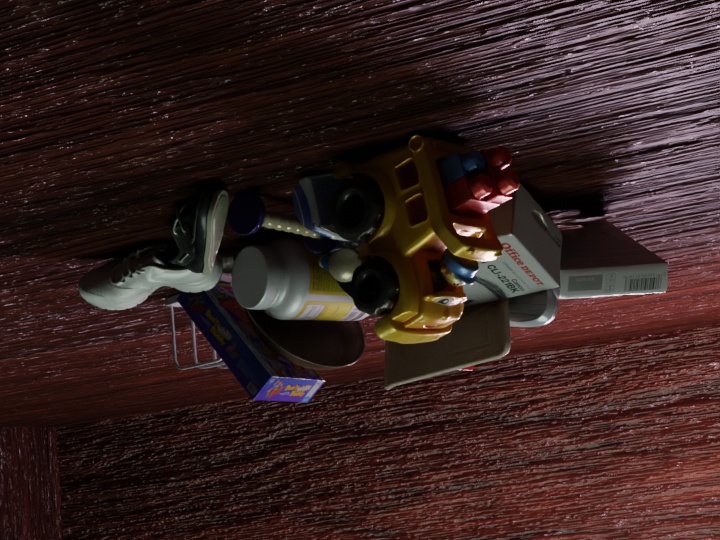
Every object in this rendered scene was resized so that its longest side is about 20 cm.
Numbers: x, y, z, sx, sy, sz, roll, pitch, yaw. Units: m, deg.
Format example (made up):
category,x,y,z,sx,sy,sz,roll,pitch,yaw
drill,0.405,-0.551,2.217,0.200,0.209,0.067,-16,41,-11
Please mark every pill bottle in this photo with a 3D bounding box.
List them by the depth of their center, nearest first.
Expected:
category,x,y,z,sx,sy,sz,roll,pitch,yaw
pill bottle,-0.075,0.012,1.588,0.199,0.114,0.112,4,165,-42

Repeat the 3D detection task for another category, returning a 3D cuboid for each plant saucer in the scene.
category,x,y,z,sx,sy,sz,roll,pitch,yaw
plant saucer,-0.087,0.076,1.635,0.199,0.201,0.037,3,130,-42

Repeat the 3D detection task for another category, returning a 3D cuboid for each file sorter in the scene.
category,x,y,z,sx,sy,sz,roll,pitch,yaw
file sorter,-0.205,0.098,1.922,0.138,0.126,0.199,-15,167,38

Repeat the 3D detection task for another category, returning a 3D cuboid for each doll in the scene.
category,x,y,z,sx,sy,sz,roll,pitch,yaw
doll,0.004,0.015,1.419,0.136,0.049,0.200,34,179,23

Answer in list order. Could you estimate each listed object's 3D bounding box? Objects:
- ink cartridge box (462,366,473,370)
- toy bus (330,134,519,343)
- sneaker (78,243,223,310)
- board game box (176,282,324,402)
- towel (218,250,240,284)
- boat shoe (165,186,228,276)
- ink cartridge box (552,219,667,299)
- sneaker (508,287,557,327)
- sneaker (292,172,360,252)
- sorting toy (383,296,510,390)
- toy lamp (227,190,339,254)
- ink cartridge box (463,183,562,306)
category,x,y,z,sx,sy,sz,roll,pitch,yaw
ink cartridge box,0.158,0.067,1.847,0.083,0.178,0.199,-13,168,33
toy bus,0.085,-0.044,1.203,0.191,0.202,0.135,-24,162,35
sneaker,-0.288,-0.004,1.534,0.198,0.075,0.087,-15,157,5
board game box,-0.156,0.100,1.624,0.045,0.200,0.134,-50,152,15
towel,-0.212,0.009,1.696,0.131,0.035,0.200,-10,168,13
boat shoe,-0.194,-0.046,1.339,0.067,0.073,0.200,20,159,-6
ink cartridge box,0.312,-0.018,1.596,0.159,0.051,0.200,-4,-162,-13
sneaker,0.223,0.043,1.569,0.070,0.074,0.200,23,178,-22
sneaker,-0.009,-0.058,1.353,0.198,0.082,0.115,1,165,-42
sorting toy,0.120,0.066,1.575,0.198,0.187,0.036,-21,135,26
toy lamp,-0.080,-0.055,1.392,0.058,0.059,0.199,-14,165,32
ink cartridge box,0.145,-0.026,1.488,0.198,0.085,0.144,-14,144,31
